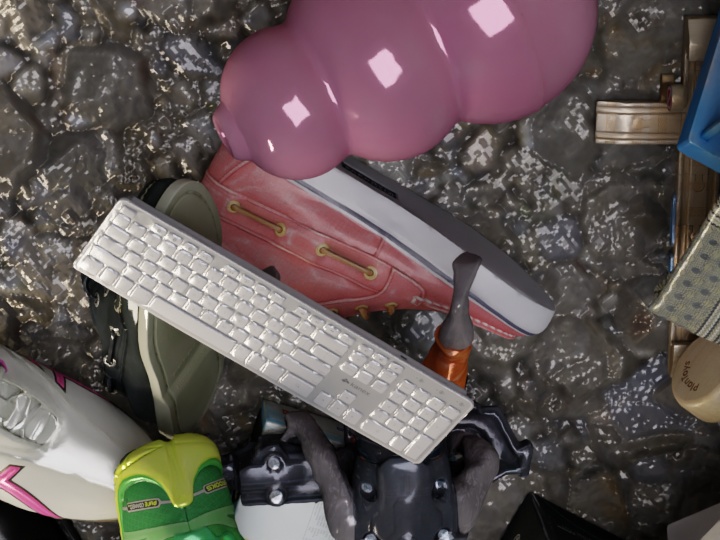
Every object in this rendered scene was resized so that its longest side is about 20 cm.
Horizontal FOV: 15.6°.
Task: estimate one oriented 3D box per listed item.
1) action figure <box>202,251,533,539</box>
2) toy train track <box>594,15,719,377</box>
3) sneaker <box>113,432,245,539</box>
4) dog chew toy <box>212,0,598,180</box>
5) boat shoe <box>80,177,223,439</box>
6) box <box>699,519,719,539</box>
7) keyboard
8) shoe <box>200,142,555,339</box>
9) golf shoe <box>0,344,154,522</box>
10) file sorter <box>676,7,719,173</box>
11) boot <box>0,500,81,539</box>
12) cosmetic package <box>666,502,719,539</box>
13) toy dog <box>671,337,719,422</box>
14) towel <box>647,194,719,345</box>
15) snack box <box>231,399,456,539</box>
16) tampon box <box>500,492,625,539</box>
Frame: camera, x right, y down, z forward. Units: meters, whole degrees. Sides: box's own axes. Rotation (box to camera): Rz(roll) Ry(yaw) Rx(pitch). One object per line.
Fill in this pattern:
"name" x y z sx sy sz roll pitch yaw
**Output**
"action figure" -0.009 0.093 1.358 0.199 0.105 0.195 -11 118 1
"toy train track" 0.184 -0.036 1.418 0.114 0.033 0.201 -1 108 -5
"sneaker" -0.090 0.168 1.358 0.074 0.084 0.201 -14 141 -5
"dog chew toy" 0.018 -0.113 1.321 0.199 0.125 0.125 -28 108 -8
"boat shoe" -0.112 0.013 1.349 0.066 0.200 0.075 26 64 16
"box" 0.188 0.222 1.310 0.124 0.098 0.200 36 111 -14
"keyboard" -0.042 0.031 1.267 0.199 0.011 0.056 31 126 -12
"shoe" 0.000 0.000 1.394 0.199 0.072 0.091 32 103 -8
"golf shoe" -0.195 0.074 1.359 0.199 0.092 0.073 25 82 1
"file sorter" 0.290 -0.093 1.335 0.199 0.123 0.139 27 63 -13
"boot" -0.170 0.196 1.386 0.079 0.158 0.211 -37 107 6
"cosmetic package" 0.286 0.140 1.390 0.199 0.052 0.150 -28 143 37
"toy dog" 0.258 0.036 1.407 0.131 0.096 0.201 14 108 -29
"towel" 0.266 -0.011 1.296 0.192 0.035 0.200 24 134 -6
"snack box" -0.030 0.183 1.460 0.115 0.037 0.201 17 104 -10
"tampon box" 0.116 0.259 1.450 0.149 0.126 0.201 26 103 -12
